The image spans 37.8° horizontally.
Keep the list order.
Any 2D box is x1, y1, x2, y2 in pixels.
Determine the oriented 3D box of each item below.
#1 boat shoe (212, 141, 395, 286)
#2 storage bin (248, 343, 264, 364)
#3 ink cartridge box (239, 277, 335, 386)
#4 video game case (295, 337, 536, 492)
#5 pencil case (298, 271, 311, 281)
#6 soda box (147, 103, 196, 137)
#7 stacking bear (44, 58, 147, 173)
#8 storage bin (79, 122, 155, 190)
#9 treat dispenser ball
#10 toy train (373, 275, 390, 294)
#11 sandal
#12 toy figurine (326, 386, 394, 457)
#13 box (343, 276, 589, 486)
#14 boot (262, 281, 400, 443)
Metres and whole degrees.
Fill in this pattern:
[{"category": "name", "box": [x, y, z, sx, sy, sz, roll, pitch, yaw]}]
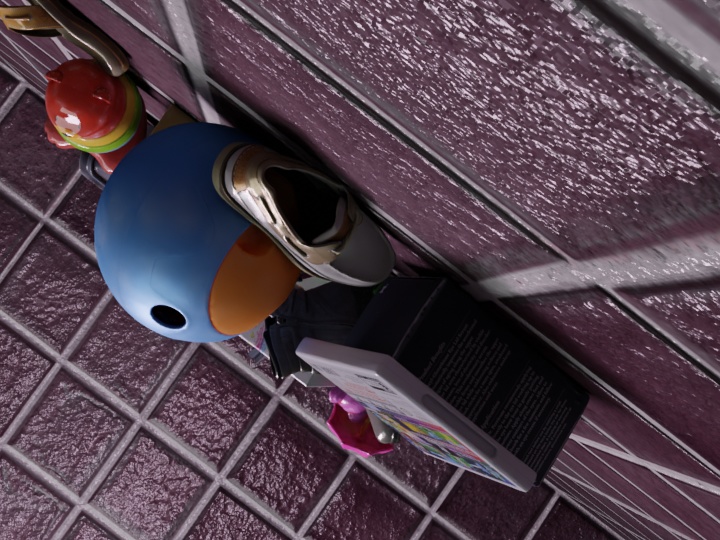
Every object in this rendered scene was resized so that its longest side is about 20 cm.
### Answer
[{"category": "boat shoe", "box": [-0.035, -0.039, 0.898, 0.199, 0.076, 0.068, 30, 171, -37]}, {"category": "storage bin", "box": [-0.134, 0.030, 1.607, 0.135, 0.145, 0.200, 48, 150, -2]}, {"category": "ink cartridge box", "box": [-0.078, 0.036, 1.348, 0.199, 0.146, 0.145, 35, -172, 20]}, {"category": "video game case", "box": [0.044, 0.126, 0.958, 0.182, 0.023, 0.199, 40, 166, -19]}, {"category": "pencil case", "box": [-0.111, -0.061, 1.195, 0.082, 0.088, 0.199, -2, -154, -45]}, {"category": "soda box", "box": [-0.224, -0.145, 1.276, 0.064, 0.068, 0.200, 36, 175, -9]}, {"category": "stacking bear", "box": [-0.306, -0.186, 1.195, 0.120, 0.115, 0.200, 27, 178, -5]}, {"category": "storage bin", "box": [-0.305, -0.140, 1.576, 0.133, 0.147, 0.200, 23, 170, 24]}, {"category": "treat dispenser ball", "box": [-0.147, -0.035, 0.982, 0.200, 0.202, 0.201, 36, 175, 4]}, {"category": "toy train", "box": [0.000, 0.000, 1.225, 0.199, 0.042, 0.056, 36, -175, 14]}, {"category": "sandal", "box": [-0.327, -0.256, 1.070, 0.199, 0.054, 0.080, 38, 175, -17]}, {"category": "toy figurine", "box": [0.032, 0.147, 1.317, 0.200, 0.183, 0.151, 48, -175, -38]}, {"category": "box", "box": [0.097, 0.103, 1.030, 0.199, 0.105, 0.148, 38, 169, -15]}, {"category": "boot", "box": [-0.035, 0.102, 1.130, 0.068, 0.128, 0.203, 108, 148, -60]}]
